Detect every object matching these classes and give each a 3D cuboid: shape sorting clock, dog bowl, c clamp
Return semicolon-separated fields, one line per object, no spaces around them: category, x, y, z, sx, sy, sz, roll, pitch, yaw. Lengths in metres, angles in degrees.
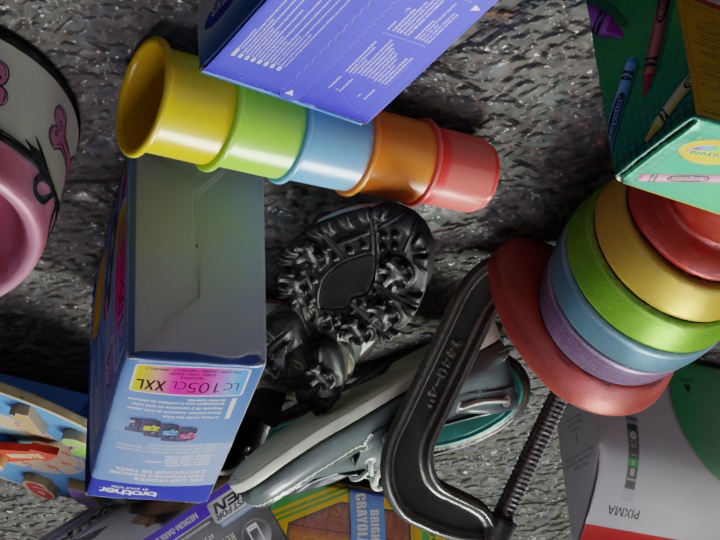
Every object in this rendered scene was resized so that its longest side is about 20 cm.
shape sorting clock;-0.224;0.106;1.160;0.199;0.039;0.200;16;153;8
dog bowl;-0.240;-0.045;0.914;0.199;0.074;0.200;-3;150;-2
c clamp;0.089;0.095;1.108;0.170;0.201;0.027;22;178;-33

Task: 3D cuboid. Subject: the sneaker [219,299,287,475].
sneaker;-0.106;0.094;1.152;0.074;0.088;0.200;16;144;-31

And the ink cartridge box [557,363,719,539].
ink cartridge box;0.207;0.153;1.183;0.160;0.201;0.050;14;145;-29

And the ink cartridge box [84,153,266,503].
ink cartridge box;-0.106;0.039;1.011;0.076;0.137;0.200;5;148;-12

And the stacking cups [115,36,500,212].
stacking cups;-0.023;-0.064;0.931;0.199;0.061;0.060;13;145;-31

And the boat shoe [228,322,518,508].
boat shoe;0.014;0.098;1.099;0.200;0.062;0.073;-29;-173;-28

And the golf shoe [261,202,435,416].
golf shoe;0.000;0.000;1.018;0.078;0.095;0.200;40;148;0

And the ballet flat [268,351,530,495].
ballet flat;0.018;0.096;1.204;0.199;0.073;0.073;-19;147;12

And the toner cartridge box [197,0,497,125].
toner cartridge box;0.017;-0.144;0.812;0.095;0.043;0.200;17;143;-30

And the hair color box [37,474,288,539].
hair color box;-0.140;0.184;1.211;0.109;0.065;0.200;-32;-170;-27

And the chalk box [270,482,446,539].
chalk box;-0.008;0.220;1.313;0.199;0.125;0.124;11;167;-25

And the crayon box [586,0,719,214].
crayon box;0.205;-0.080;0.870;0.199;0.119;0.058;16;144;-30

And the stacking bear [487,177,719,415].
stacking bear;0.168;-0.018;0.989;0.121;0.114;0.200;8;142;-21
